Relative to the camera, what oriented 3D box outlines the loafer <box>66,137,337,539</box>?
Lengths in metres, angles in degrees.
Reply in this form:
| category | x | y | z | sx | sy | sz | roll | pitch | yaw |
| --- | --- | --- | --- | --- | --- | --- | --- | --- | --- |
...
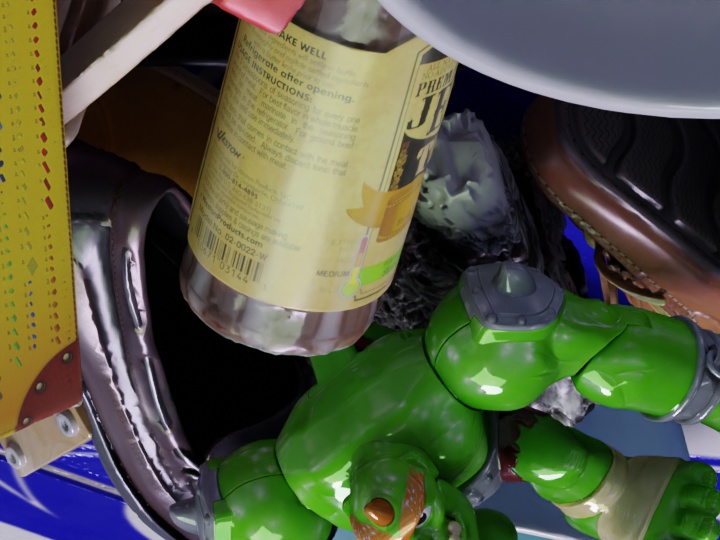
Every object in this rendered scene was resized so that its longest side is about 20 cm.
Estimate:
| category | x | y | z | sx | sy | sz | roll | pitch | yaw |
| --- | --- | --- | --- | --- | --- | --- | --- | --- | --- |
| loafer | -0.050 | 0.036 | 0.879 | 0.063 | 0.072 | 0.200 | 6 | 144 | 36 |

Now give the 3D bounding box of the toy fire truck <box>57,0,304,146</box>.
| category | x | y | z | sx | sy | sz | roll | pitch | yaw |
| --- | --- | --- | --- | --- | --- | --- | --- | --- | --- |
| toy fire truck | -0.078 | -0.082 | 0.742 | 0.049 | 0.141 | 0.200 | 24 | 128 | -28 |

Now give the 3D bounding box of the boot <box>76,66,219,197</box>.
| category | x | y | z | sx | sy | sz | roll | pitch | yaw |
| --- | --- | --- | --- | --- | --- | --- | --- | --- | --- |
| boot | -0.115 | -0.010 | 0.903 | 0.201 | 0.145 | 0.071 | 29 | 157 | -33 |

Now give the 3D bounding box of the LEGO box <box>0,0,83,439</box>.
| category | x | y | z | sx | sy | sz | roll | pitch | yaw |
| --- | --- | --- | --- | --- | --- | --- | --- | --- | --- |
| LEGO box | -0.148 | -0.065 | 0.704 | 0.149 | 0.077 | 0.201 | 32 | 133 | 41 |

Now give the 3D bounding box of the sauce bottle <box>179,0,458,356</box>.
| category | x | y | z | sx | sy | sz | roll | pitch | yaw |
| --- | --- | --- | --- | --- | --- | --- | --- | --- | --- |
| sauce bottle | -0.001 | -0.070 | 0.759 | 0.064 | 0.065 | 0.201 | 12 | 125 | -7 |

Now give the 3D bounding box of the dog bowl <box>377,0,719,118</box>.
| category | x | y | z | sx | sy | sz | roll | pitch | yaw |
| --- | --- | --- | --- | --- | --- | --- | --- | --- | --- |
| dog bowl | 0.091 | -0.119 | 0.620 | 0.199 | 0.079 | 0.200 | 0 | 151 | 0 |

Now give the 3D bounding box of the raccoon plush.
| category | x | y | z | sx | sy | sz | roll | pitch | yaw |
| --- | --- | --- | --- | --- | --- | --- | --- | --- | --- |
| raccoon plush | 0.000 | 0.000 | 0.932 | 0.133 | 0.097 | 0.200 | -16 | 147 | 11 |

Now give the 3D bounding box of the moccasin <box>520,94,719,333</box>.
| category | x | y | z | sx | sy | sz | roll | pitch | yaw |
| --- | --- | --- | --- | --- | --- | --- | --- | --- | --- |
| moccasin | 0.113 | -0.010 | 0.945 | 0.077 | 0.074 | 0.201 | -18 | 155 | 31 |

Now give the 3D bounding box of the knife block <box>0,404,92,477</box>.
| category | x | y | z | sx | sy | sz | roll | pitch | yaw |
| --- | --- | --- | --- | --- | --- | --- | --- | --- | --- |
| knife block | -0.075 | -0.007 | 1.040 | 0.064 | 0.175 | 0.201 | -30 | 91 | 53 |

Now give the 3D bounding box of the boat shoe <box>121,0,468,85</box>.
| category | x | y | z | sx | sy | sz | roll | pitch | yaw |
| --- | --- | --- | --- | --- | --- | --- | --- | --- | --- |
| boat shoe | 0.003 | -0.078 | 0.830 | 0.198 | 0.066 | 0.075 | 10 | 155 | -2 |

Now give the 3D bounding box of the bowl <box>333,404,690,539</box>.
| category | x | y | z | sx | sy | sz | roll | pitch | yaw |
| --- | --- | --- | --- | --- | --- | --- | --- | --- | --- |
| bowl | 0.058 | 0.091 | 1.135 | 0.200 | 0.105 | 0.201 | 8 | 157 | 3 |

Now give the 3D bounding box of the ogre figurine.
| category | x | y | z | sx | sy | sz | roll | pitch | yaw |
| --- | --- | --- | --- | --- | --- | --- | --- | --- | --- |
| ogre figurine | 0.026 | 0.066 | 0.863 | 0.199 | 0.098 | 0.120 | -22 | 138 | 34 |
